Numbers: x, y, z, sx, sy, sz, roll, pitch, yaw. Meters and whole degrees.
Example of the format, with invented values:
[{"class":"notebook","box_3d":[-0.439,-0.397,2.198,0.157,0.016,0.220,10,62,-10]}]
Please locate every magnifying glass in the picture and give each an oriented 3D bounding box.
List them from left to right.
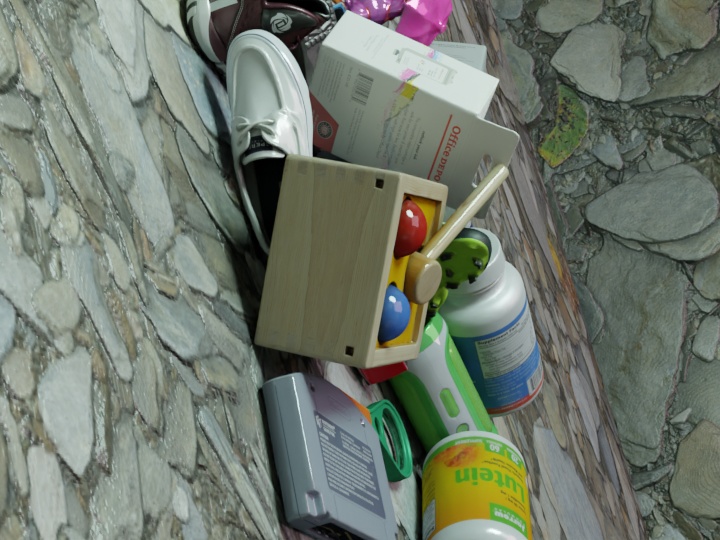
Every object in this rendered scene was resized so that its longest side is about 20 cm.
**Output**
[{"class":"magnifying glass","box_3d":[0.009,0.149,1.325,0.200,0.022,0.080,48,28,-61]}]

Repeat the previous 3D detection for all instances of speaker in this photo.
[{"class":"speaker","box_3d":[0.083,0.133,1.484,0.089,0.088,0.201,-85,153,-57]}]

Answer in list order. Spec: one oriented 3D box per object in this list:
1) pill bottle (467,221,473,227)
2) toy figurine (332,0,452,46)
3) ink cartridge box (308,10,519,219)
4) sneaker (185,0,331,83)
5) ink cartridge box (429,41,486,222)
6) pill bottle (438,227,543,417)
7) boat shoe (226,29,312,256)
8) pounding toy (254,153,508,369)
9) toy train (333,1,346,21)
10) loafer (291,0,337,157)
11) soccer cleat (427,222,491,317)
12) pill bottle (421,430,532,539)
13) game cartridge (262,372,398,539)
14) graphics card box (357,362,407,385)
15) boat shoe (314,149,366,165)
[{"class":"pill bottle","box_3d":[0.100,0.012,1.643,0.111,0.110,0.201,-71,139,-67]},{"class":"toy figurine","box_3d":[0.025,-0.323,1.579,0.185,0.198,0.151,-109,-159,-48]},{"class":"ink cartridge box","box_3d":[0.051,-0.143,1.299,0.068,0.199,0.117,-58,172,-44]},{"class":"sneaker","box_3d":[-0.069,-0.200,1.275,0.200,0.115,0.076,48,27,-56]},{"class":"ink cartridge box","box_3d":[0.091,-0.150,1.555,0.201,0.082,0.147,-74,167,-58]},{"class":"pill bottle","box_3d":[0.131,0.055,1.524,0.113,0.111,0.201,-90,165,-52]},{"class":"boat shoe","box_3d":[-0.077,-0.108,1.201,0.065,0.073,0.202,-36,111,-72]},{"class":"pounding toy","box_3d":[0.024,-0.017,1.189,0.200,0.141,0.186,2,99,-72]},{"class":"toy train","box_3d":[-0.016,-0.199,1.545,0.114,0.086,0.201,-89,156,-74]},{"class":"loafer","box_3d":[-0.052,-0.187,1.404,0.073,0.071,0.202,-21,111,-42]},{"class":"soccer cleat","box_3d":[0.078,-0.017,1.353,0.200,0.067,0.082,129,-29,-69]},{"class":"pill bottle","box_3d":[0.117,0.266,1.390,0.201,0.110,0.112,-87,154,-55]},{"class":"game cartridge","box_3d":[-0.024,0.160,1.157,0.200,0.041,0.134,45,33,-60]},{"class":"graphics card box","box_3d":[0.000,0.000,1.413,0.201,0.050,0.126,-93,158,-49]},{"class":"boat shoe","box_3d":[-0.021,-0.059,1.334,0.201,0.069,0.067,-66,148,-51]}]
